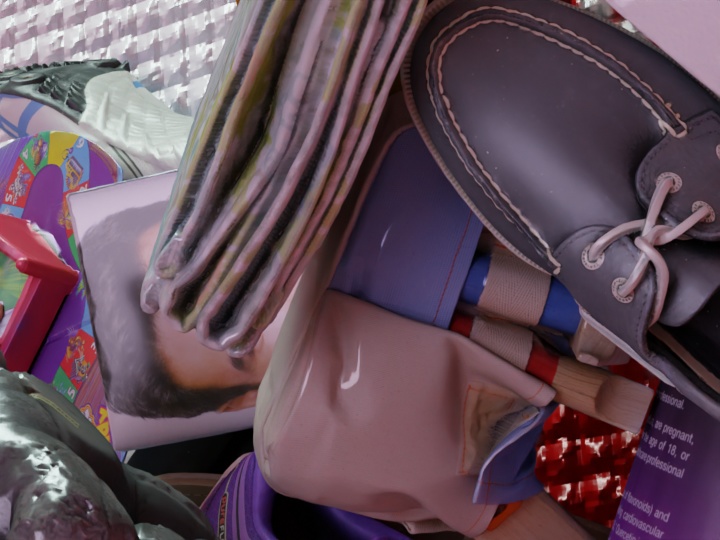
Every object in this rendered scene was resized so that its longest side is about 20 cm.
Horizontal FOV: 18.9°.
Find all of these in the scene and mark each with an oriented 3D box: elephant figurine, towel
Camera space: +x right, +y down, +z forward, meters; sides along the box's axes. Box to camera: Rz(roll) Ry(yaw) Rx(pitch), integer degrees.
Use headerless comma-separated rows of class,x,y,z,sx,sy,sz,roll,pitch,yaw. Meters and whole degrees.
elephant figurine,-0.137,0.143,0.694,0.200,0.141,0.155,-49,31,4
towel,-0.010,-0.086,0.662,0.200,0.048,0.172,-83,16,-62

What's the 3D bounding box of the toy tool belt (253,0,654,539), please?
toy tool belt,0.051,-0.002,0.699,0.125,0.122,0.201,-110,41,-76

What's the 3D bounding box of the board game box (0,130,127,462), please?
board game box,-0.159,0.034,0.876,0.158,0.039,0.201,-24,60,40

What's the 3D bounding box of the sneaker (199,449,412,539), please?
sneaker,0.006,0.137,0.726,0.200,0.080,0.084,49,127,28

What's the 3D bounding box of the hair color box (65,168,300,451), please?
hair color box,0.000,0.000,0.796,0.199,0.061,0.100,-12,89,18

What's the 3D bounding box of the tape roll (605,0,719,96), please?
tape roll,0.127,-0.105,0.680,0.071,0.202,0.203,-51,55,18

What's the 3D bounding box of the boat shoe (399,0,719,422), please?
boat shoe,0.093,-0.006,0.596,0.200,0.062,0.073,44,93,-3

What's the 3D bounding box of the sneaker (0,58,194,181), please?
sneaker,-0.103,-0.046,0.935,0.200,0.072,0.073,27,122,45

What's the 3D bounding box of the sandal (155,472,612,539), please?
sandal,0.019,0.085,0.824,0.211,0.078,0.070,5,51,32

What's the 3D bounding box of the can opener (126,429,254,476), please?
can opener,-0.041,0.063,0.869,0.067,0.053,0.200,46,110,36

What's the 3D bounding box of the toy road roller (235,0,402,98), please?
toy road roller,-0.013,-0.147,0.802,0.123,0.200,0.147,-28,42,30

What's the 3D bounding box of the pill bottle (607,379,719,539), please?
pill bottle,0.136,0.089,0.686,0.112,0.112,0.201,19,93,39
